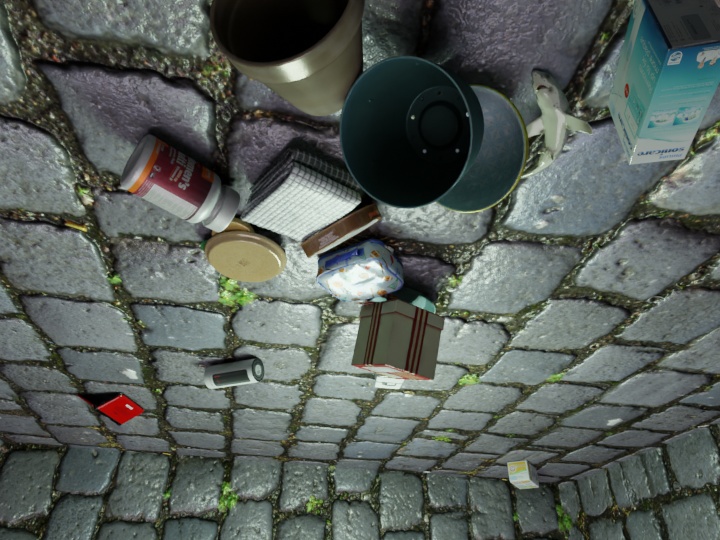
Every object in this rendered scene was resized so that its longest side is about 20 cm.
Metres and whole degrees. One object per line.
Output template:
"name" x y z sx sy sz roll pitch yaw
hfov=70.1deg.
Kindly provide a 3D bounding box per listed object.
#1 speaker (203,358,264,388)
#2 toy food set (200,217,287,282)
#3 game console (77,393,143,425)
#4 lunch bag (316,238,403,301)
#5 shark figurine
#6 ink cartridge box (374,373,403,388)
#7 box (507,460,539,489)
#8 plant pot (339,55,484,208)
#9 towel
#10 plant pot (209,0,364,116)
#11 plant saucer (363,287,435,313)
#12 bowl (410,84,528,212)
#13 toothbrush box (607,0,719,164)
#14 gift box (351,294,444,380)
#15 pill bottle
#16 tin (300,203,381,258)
"speaker" -0.433 0.353 1.756 0.198 0.082 0.081 -12 144 19
"toy food set" -0.272 -0.037 1.205 0.199 0.049 0.198 21 141 -27
"game console" -1.027 0.547 2.116 0.171 0.119 0.201 -29 147 -11
"lunch bag" 0.000 0.000 1.228 0.199 0.076 0.160 -20 138 29
"shark figurine" 0.326 -0.228 0.884 0.127 0.090 0.216 30 141 18
"ink cartridge box" 0.087 0.258 1.500 0.082 0.147 0.200 4 159 1
"box" 0.885 1.112 2.790 0.112 0.102 0.200 -17 142 24
"plant pot" 0.092 -0.208 0.765 0.199 0.161 0.203 10 113 26
"towel" -0.117 -0.146 1.010 0.165 0.086 0.199 19 147 -35
"plant pot" -0.075 -0.310 0.700 0.198 0.202 0.174 -8 162 13
"plant saucer" 0.105 0.098 1.398 0.198 0.036 0.201 1 146 1
"bowl" 0.196 -0.206 0.867 0.199 0.201 0.107 -28 178 36
"toothbrush box" 0.435 -0.278 0.739 0.084 0.148 0.201 -5 146 10
"gift box" 0.082 0.168 1.316 0.184 0.189 0.199 25 159 -33
"pill bottle" -0.337 -0.159 0.976 0.199 0.110 0.109 30 137 -35
"tin" -0.042 -0.081 1.083 0.199 0.042 0.112 -27 177 36
